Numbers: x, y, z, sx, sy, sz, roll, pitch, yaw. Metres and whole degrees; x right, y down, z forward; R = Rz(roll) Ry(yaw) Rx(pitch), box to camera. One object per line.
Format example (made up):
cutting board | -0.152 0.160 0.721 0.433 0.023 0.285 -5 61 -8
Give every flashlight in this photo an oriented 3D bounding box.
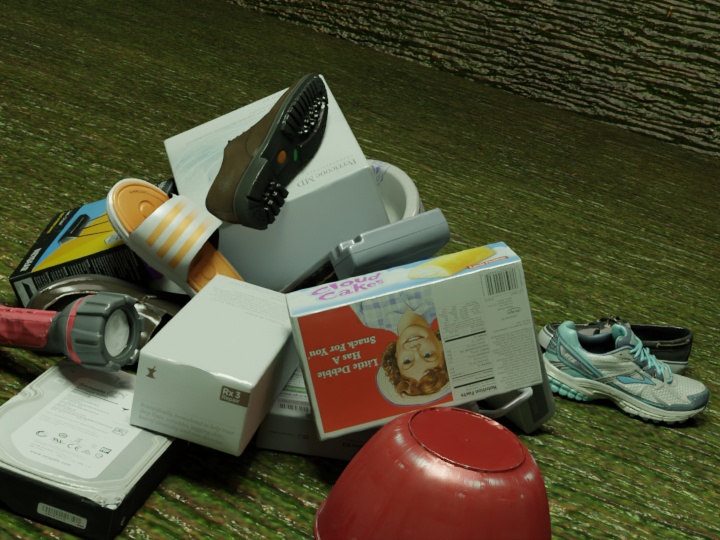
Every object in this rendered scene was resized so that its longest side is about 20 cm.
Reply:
flashlight | -0.286 0.047 1.006 0.199 0.068 0.068 4 19 25

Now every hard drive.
hard drive | -0.222 0.136 0.934 0.139 0.038 0.200 18 19 8

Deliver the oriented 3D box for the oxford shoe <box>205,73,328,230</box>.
oxford shoe | -0.098 -0.130 1.173 0.084 0.073 0.200 8 51 32

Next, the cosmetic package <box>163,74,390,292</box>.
cosmetic package | -0.091 -0.086 1.269 0.199 0.123 0.200 -23 43 -2

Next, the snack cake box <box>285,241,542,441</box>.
snack cake box | 0.045 0.059 0.985 0.199 0.116 0.067 -13 17 -4

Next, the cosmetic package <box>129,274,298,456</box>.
cosmetic package | -0.117 0.077 1.006 0.101 0.074 0.200 16 22 8

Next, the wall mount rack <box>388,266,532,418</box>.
wall mount rack | 0.080 0.076 1.117 0.074 0.201 0.174 -29 11 -27

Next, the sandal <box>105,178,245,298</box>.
sandal | -0.152 -0.020 1.116 0.207 0.059 0.079 45 42 -18

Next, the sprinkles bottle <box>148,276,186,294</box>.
sprinkles bottle | -0.209 -0.015 1.303 0.068 0.069 0.200 9 20 -16

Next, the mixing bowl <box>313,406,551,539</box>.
mixing bowl | 0.072 0.179 0.918 0.199 0.109 0.200 13 21 -5

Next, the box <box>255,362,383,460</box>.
box | -0.025 0.116 1.117 0.155 0.041 0.200 10 21 -10

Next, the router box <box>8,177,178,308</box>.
router box | -0.270 -0.028 1.220 0.148 0.051 0.200 -16 21 5

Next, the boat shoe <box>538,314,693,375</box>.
boat shoe | 0.316 0.083 1.421 0.199 0.057 0.069 10 20 -14

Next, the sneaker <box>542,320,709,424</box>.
sneaker | 0.302 0.111 1.293 0.199 0.087 0.078 12 21 -5

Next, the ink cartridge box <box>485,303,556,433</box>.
ink cartridge box | 0.113 0.058 1.204 0.047 0.161 0.200 -34 40 -16

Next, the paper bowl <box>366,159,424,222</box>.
paper bowl | -0.017 -0.028 1.344 0.200 0.105 0.201 -12 41 11

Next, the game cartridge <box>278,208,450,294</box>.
game cartridge | 0.000 0.000 1.131 0.133 0.200 0.041 -24 83 -32

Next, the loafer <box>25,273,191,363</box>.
loafer | -0.220 0.052 1.106 0.199 0.073 0.071 4 22 -27
